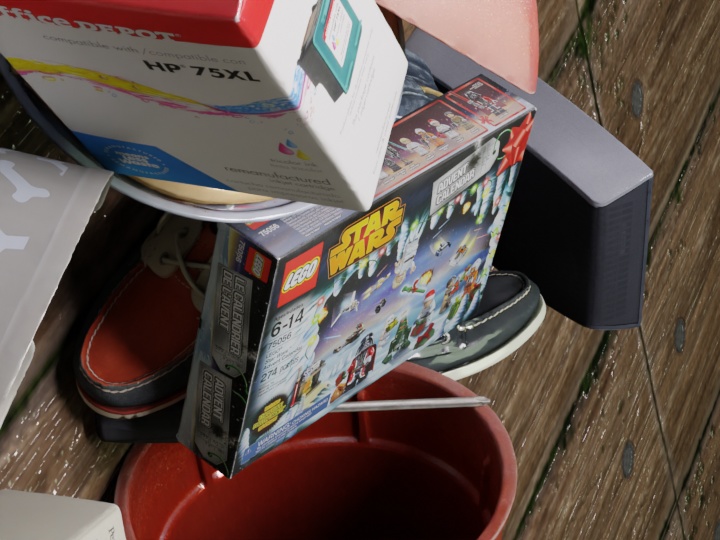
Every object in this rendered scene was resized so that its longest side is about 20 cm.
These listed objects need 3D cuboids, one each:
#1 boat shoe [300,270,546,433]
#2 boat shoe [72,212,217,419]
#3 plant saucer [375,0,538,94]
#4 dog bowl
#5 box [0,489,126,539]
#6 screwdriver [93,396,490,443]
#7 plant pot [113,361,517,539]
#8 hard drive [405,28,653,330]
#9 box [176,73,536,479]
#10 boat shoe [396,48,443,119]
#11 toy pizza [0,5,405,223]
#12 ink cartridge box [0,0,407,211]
[{"bbox_3d":[0.017,0.028,1.207,0.199,0.075,0.066,-19,116,-20],"label":"boat shoe"},{"bbox_3d":[-0.064,-0.012,1.038,0.200,0.071,0.063,-44,167,-13],"label":"boat shoe"},{"bbox_3d":[-0.013,-0.182,0.930,0.200,0.037,0.200,27,25,-35],"label":"plant saucer"},{"bbox_3d":[-0.161,0.041,0.822,0.200,0.059,0.200,-156,-90,-83],"label":"dog bowl"},{"bbox_3d":[-0.174,0.171,0.903,0.200,0.068,0.082,-41,128,-56],"label":"box"},{"bbox_3d":[-0.034,0.069,1.077,0.029,0.200,0.028,-150,-122,-71],"label":"screwdriver"},{"bbox_3d":[-0.015,0.180,1.117,0.201,0.201,0.195,-56,149,-47],"label":"plant pot"},{"bbox_3d":[0.093,-0.056,1.294,0.042,0.200,0.135,-28,138,-26],"label":"hard drive"},{"bbox_3d":[0.000,0.000,1.042,0.200,0.040,0.137,-32,146,-43],"label":"box"},{"bbox_3d":[-0.020,-0.086,1.209,0.200,0.091,0.071,5,131,-43],"label":"boat shoe"},{"bbox_3d":[-0.065,-0.116,0.908,0.200,0.032,0.200,12,64,-25],"label":"toy pizza"},{"bbox_3d":[-0.067,-0.096,0.753,0.200,0.116,0.067,53,50,-63],"label":"ink cartridge box"}]
